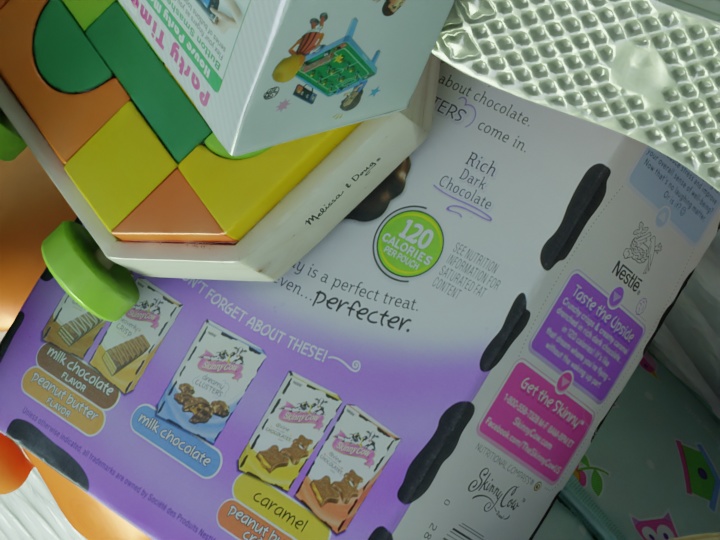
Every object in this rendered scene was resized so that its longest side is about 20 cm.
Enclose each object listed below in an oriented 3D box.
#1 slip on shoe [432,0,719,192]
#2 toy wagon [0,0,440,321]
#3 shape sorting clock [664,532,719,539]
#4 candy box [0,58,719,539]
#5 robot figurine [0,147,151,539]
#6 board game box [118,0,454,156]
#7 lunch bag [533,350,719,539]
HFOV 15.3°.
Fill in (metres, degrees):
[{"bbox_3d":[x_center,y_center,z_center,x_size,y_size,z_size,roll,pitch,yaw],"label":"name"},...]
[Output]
[{"bbox_3d":[0.105,-0.055,0.700,0.199,0.061,0.074,26,135,5],"label":"slip on shoe"},{"bbox_3d":[-0.061,-0.089,0.803,0.200,0.155,0.040,53,-168,28],"label":"toy wagon"},{"bbox_3d":[0.091,0.152,0.790,0.039,0.199,0.201,-110,-3,-49],"label":"shape sorting clock"},{"bbox_3d":[0.000,0.000,0.806,0.167,0.201,0.071,30,177,39],"label":"candy box"},{"bbox_3d":[-0.083,0.020,0.980,0.143,0.117,0.201,-6,124,37],"label":"robot figurine"},{"bbox_3d":[-0.021,-0.151,0.641,0.148,0.064,0.201,52,140,25],"label":"board game box"},{"bbox_3d":[0.080,0.099,0.895,0.200,0.160,0.077,45,120,6],"label":"lunch bag"}]
